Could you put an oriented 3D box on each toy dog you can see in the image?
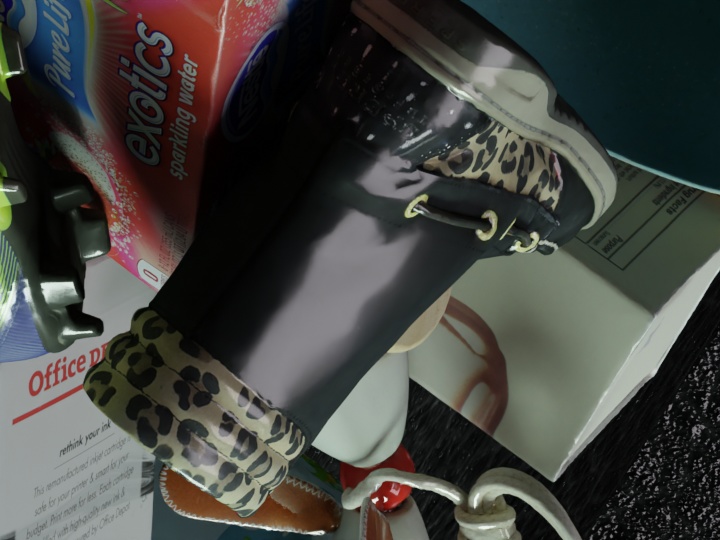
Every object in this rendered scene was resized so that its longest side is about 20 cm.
[{"bbox_3d":[-0.019,0.057,0.971,0.096,0.201,0.132,-35,-163,-37],"label":"toy dog"}]

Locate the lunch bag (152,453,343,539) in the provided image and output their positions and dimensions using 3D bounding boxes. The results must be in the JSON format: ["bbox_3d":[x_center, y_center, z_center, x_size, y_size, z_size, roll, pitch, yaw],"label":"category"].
[{"bbox_3d":[-0.083,0.160,1.178,0.200,0.170,0.127,-54,168,3],"label":"lunch bag"}]

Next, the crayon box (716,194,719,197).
[{"bbox_3d":[0.110,-0.148,1.035,0.173,0.200,0.058,-51,167,-18],"label":"crayon box"}]

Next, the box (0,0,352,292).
[{"bbox_3d":[-0.053,-0.094,0.806,0.096,0.099,0.200,-48,166,-29],"label":"box"}]

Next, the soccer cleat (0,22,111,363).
[{"bbox_3d":[-0.127,-0.034,0.770,0.200,0.083,0.065,72,18,-56],"label":"soccer cleat"}]

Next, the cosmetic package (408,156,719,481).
[{"bbox_3d":[0.027,-0.030,1.030,0.103,0.200,0.087,-36,159,-54],"label":"cosmetic package"}]

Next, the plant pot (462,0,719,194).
[{"bbox_3d":[0.114,-0.130,0.878,0.135,0.199,0.200,-62,170,-19],"label":"plant pot"}]

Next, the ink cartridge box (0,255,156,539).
[{"bbox_3d":[-0.121,0.065,0.943,0.116,0.067,0.201,-30,127,-64],"label":"ink cartridge box"}]

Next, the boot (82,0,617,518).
[{"bbox_3d":[-0.001,-0.001,0.849,0.154,0.073,0.204,-53,163,-1],"label":"boot"}]
